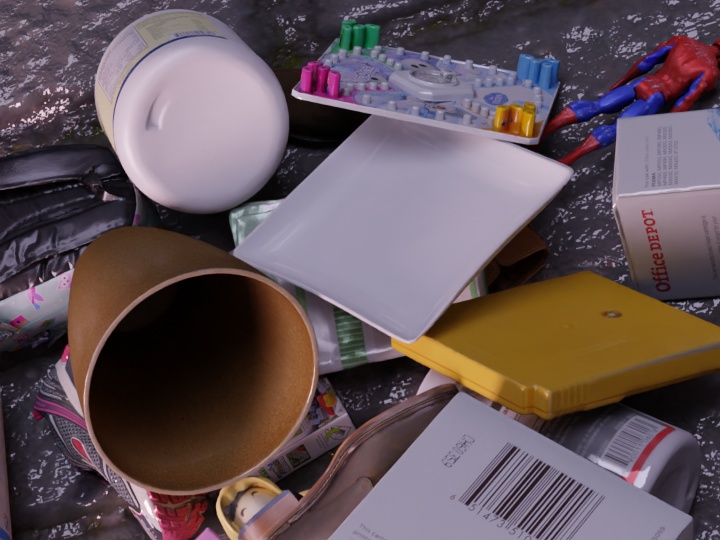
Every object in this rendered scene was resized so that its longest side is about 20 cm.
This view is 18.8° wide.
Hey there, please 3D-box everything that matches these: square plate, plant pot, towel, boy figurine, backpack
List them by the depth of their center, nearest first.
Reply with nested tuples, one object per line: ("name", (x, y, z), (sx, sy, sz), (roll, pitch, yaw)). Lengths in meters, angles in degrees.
("boy figurine", (-0.022, 0.206, 1.654), (0.199, 0.064, 0.125), (25, 74, 26))
("square plate", (0.034, -0.038, 1.679), (0.198, 0.029, 0.200), (26, 61, 38))
("plant pot", (-0.156, 0.045, 1.696), (0.186, 0.187, 0.200), (-35, 34, -7))
("towel", (0.000, 0.000, 1.737), (0.199, 0.023, 0.154), (-12, 73, 9))
("backpack", (-0.267, -0.020, 1.838), (0.199, 0.127, 0.168), (-21, 60, 4))

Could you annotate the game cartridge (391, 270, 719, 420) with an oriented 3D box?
("game cartridge", (0.152, 0.055, 1.625), (0.199, 0.033, 0.176), (-14, 24, -33))

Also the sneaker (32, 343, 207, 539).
("sneaker", (-0.192, 0.148, 1.744), (0.075, 0.080, 0.200), (-51, 53, 17))

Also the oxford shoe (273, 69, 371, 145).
("oxford shoe", (-0.013, -0.151, 1.871), (0.199, 0.085, 0.073), (10, 63, 25))

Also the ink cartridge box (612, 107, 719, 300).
("ink cartridge box", (0.302, -0.054, 1.671), (0.199, 0.146, 0.083), (-4, 55, 14))

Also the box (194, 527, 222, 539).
("box", (-0.099, 0.324, 1.580), (0.176, 0.097, 0.200), (-43, 57, -13))

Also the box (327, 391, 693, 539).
("box", (0.091, 0.224, 1.470), (0.198, 0.131, 0.200), (27, 58, 28))

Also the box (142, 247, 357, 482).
("box", (-0.094, 0.080, 1.774), (0.110, 0.035, 0.200), (-31, 54, -3))

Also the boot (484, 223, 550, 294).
("boot", (0.041, -0.010, 1.772), (0.200, 0.074, 0.155), (-40, 62, -3))

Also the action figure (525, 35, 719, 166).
("action figure", (0.232, -0.141, 1.811), (0.199, 0.052, 0.066), (-32, 60, -11))

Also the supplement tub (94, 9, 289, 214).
("supplement tub", (-0.146, -0.139, 1.825), (0.144, 0.145, 0.200), (-30, 21, -4))

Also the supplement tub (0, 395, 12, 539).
("supplement tub", (-0.347, 0.167, 1.738), (0.131, 0.132, 0.201), (-16, 56, 6))

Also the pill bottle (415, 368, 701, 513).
("pill bottle", (0.141, 0.138, 1.616), (0.199, 0.114, 0.114), (23, 67, 29))

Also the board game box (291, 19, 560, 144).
("board game box", (0.060, -0.158, 1.786), (0.199, 0.026, 0.200), (12, 20, 7))

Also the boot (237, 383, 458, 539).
("boot", (0.013, 0.173, 1.585), (0.200, 0.075, 0.097), (-40, 69, 11))
